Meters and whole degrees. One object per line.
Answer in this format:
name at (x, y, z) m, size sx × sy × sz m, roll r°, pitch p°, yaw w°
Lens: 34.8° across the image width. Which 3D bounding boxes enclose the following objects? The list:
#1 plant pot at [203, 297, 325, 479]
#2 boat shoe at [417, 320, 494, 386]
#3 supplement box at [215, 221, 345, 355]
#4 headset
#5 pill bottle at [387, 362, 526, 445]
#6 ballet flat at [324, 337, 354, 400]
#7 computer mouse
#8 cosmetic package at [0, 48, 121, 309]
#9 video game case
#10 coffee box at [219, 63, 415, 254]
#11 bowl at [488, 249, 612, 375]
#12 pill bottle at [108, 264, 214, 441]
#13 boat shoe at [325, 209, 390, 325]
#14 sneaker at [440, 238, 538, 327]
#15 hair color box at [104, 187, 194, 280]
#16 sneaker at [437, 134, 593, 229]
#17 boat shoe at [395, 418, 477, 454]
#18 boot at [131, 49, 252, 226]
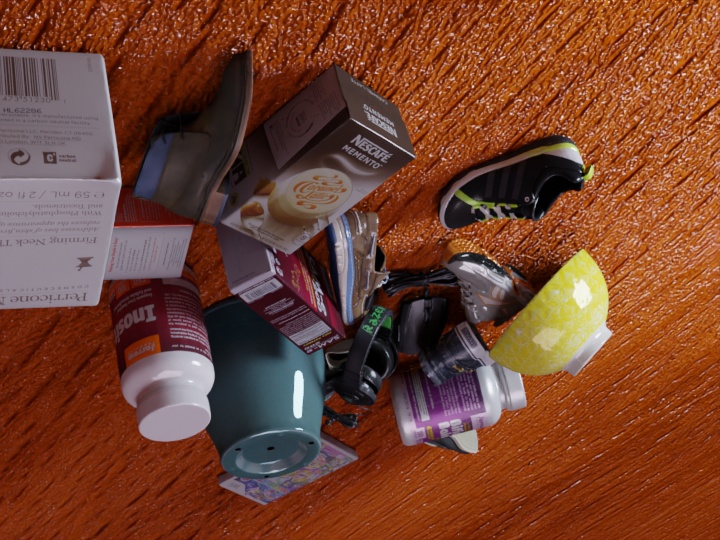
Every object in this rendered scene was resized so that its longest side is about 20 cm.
plant pot at (-0.134, 0.166, 1.531) m, size 0.198 × 0.189 × 0.201 m, roll -9°, pitch 145°, yaw -6°
boat shoe at (0.135, 0.120, 1.652) m, size 0.090 × 0.071 × 0.200 m, roll -32°, pitch 166°, yaw 6°
supplement box at (-0.096, 0.012, 1.404) m, size 0.060 × 0.110 × 0.200 m, roll -25°, pitch 146°, yaw 13°
headset at (-0.007, 0.134, 1.562) m, size 0.093 × 0.124 × 0.201 m, roll 19°, pitch 126°, yaw 14°
pill bottle at (0.149, 0.194, 1.763) m, size 0.198 × 0.113 × 0.113 m, roll -14°, pitch 147°, yaw 2°
ballet flat at (-0.043, 0.142, 1.662) m, size 0.199 × 0.074 × 0.073 m, roll -27°, pitch 146°, yaw 24°
computer mouse at (0.064, 0.071, 1.614) m, size 0.139 × 0.046 × 0.201 m, roll -4°, pitch 144°, yaw -21°
cosmetic package at (-0.331, -0.086, 1.109) m, size 0.166 × 0.167 × 0.201 m, roll -2°, pitch 145°, yaw -21°
video game case at (-0.121, 0.334, 1.938) m, size 0.199 × 0.018 × 0.143 m, roll -28°, pitch 145°, yaw 17°
coffee box at (-0.055, -0.117, 1.261) m, size 0.199 × 0.080 × 0.114 m, roll -36°, pitch 141°, yaw 27°
bowl at (0.281, 0.080, 1.584) m, size 0.200 × 0.108 × 0.200 m, roll -46°, pitch 168°, yaw -13°
pill bottle at (-0.237, 0.096, 1.380) m, size 0.112 × 0.201 × 0.113 m, roll -12°, pitch 146°, yaw -8°
boat shoe at (0.000, 0.000, 1.462) m, size 0.072 × 0.073 × 0.201 m, roll -14°, pitch 146°, yaw -7°
sneaker at (0.162, 0.028, 1.552) m, size 0.092 × 0.076 × 0.199 m, roll -49°, pitch 137°, yaw 13°
hair color box at (-0.295, -0.040, 1.286) m, size 0.198 × 0.062 × 0.102 m, roll -2°, pitch 144°, yaw -22°
sneaker at (0.186, -0.093, 1.399) m, size 0.199 × 0.083 × 0.072 m, roll -28°, pitch 144°, yaw 17°
boat shoe at (0.133, 0.261, 1.910) m, size 0.067 × 0.072 × 0.200 m, roll -17°, pitch 151°, yaw 31°
boot at (-0.171, -0.140, 1.178) m, size 0.096 × 0.075 × 0.201 m, roll 12°, pitch 120°, yaw -14°
